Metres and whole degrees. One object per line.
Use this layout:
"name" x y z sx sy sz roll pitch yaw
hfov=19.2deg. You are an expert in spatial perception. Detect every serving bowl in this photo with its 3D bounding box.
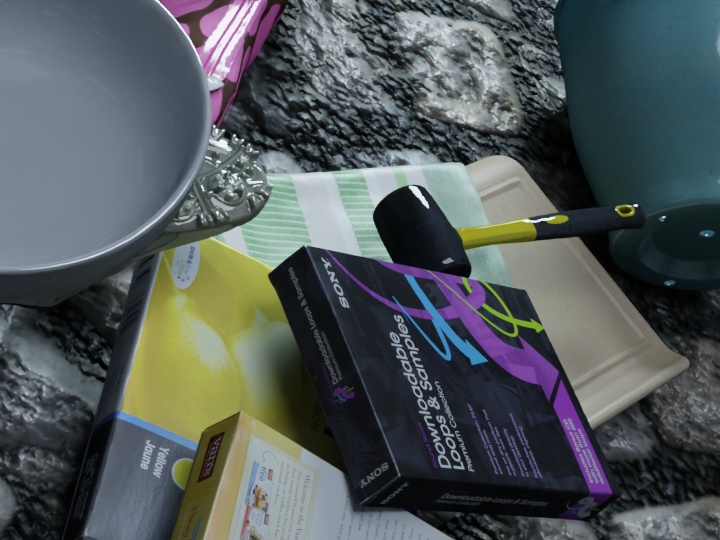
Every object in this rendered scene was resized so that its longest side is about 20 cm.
"serving bowl" -0.173 -0.064 1.029 0.198 0.066 0.201 5 55 -7

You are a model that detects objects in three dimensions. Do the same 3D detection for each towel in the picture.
"towel" 0.000 0.000 1.268 0.199 0.023 0.153 -5 58 -28

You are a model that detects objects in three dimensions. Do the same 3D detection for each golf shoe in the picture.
"golf shoe" -0.147 -0.025 1.106 0.198 0.098 0.079 -7 56 -14

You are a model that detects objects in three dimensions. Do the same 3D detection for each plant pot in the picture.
"plant pot" 0.235 -0.096 1.468 0.199 0.200 0.189 16 61 -29

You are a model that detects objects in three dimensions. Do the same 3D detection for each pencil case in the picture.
"pencil case" -0.102 -0.125 1.273 0.090 0.094 0.201 34 39 -13

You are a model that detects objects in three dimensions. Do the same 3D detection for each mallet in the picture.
"mallet" 0.093 -0.032 1.306 0.199 0.041 0.066 -16 60 -40

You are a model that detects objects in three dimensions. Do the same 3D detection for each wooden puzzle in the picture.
"wooden puzzle" 0.095 0.022 1.355 0.200 0.037 0.185 48 40 15

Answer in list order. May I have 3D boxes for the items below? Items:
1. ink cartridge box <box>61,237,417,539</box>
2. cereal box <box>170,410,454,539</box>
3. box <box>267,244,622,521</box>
"ink cartridge box" -0.045 0.098 1.131 0.199 0.047 0.199 24 53 -19
"cereal box" -0.009 0.180 1.059 0.199 0.039 0.145 34 51 -25
"box" 0.049 0.064 1.157 0.199 0.036 0.144 9 49 -48
